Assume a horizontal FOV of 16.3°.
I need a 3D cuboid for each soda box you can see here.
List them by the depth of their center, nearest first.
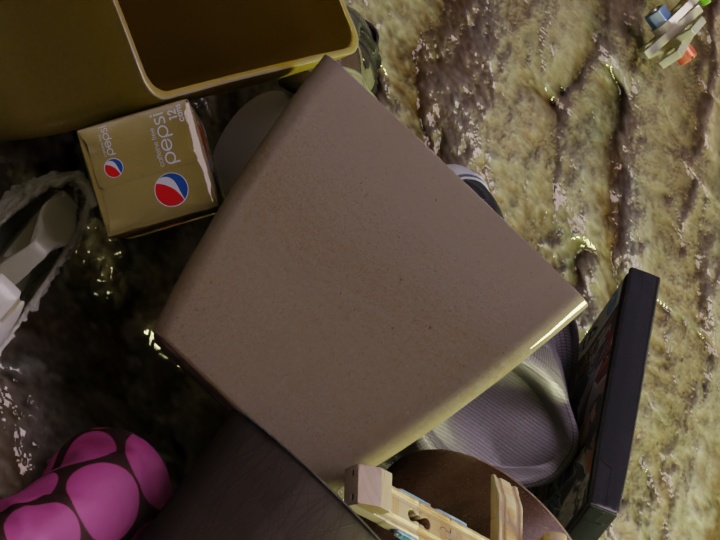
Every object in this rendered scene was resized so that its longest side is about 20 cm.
[{"bbox_3d":[-0.121,-0.057,1.490,0.200,0.067,0.064,178,-104,-89],"label":"soda box"}]

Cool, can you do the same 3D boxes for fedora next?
[{"bbox_3d":[0.080,0.086,1.655,0.200,0.177,0.090,41,1,-36],"label":"fedora"}]

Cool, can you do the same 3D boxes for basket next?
[{"bbox_3d":[-0.082,0.204,1.383,0.200,0.136,0.180,-47,135,-10],"label":"basket"}]

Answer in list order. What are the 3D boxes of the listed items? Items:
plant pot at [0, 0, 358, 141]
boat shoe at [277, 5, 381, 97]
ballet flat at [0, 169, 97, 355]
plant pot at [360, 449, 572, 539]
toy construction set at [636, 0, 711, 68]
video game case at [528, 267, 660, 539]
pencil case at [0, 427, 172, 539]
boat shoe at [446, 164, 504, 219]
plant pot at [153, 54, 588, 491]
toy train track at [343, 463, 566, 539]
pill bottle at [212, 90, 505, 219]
[{"bbox_3d":[-0.154,-0.178,1.516,0.200,0.176,0.201,-20,86,-51],"label":"plant pot"},{"bbox_3d":[-0.016,-0.143,1.670,0.201,0.071,0.066,-54,160,-87],"label":"boat shoe"},{"bbox_3d":[-0.211,0.004,1.449,0.072,0.072,0.200,51,42,-19],"label":"ballet flat"},{"bbox_3d":[0.016,0.239,1.527,0.200,0.187,0.188,-35,99,-38],"label":"plant pot"},{"bbox_3d":[0.243,-0.272,2.091,0.131,0.092,0.201,-72,138,-70],"label":"toy construction set"},{"bbox_3d":[0.147,0.125,1.721,0.025,0.181,0.201,21,51,-6],"label":"video game case"},{"bbox_3d":[-0.194,0.156,1.376,0.200,0.093,0.091,-27,130,-51],"label":"pencil case"},{"bbox_3d":[0.000,0.000,1.592,0.057,0.199,0.069,51,-9,53],"label":"boat shoe"},{"bbox_3d":[-0.014,0.020,1.461,0.200,0.200,0.177,44,83,-1],"label":"plant pot"},{"bbox_3d":[0.066,0.153,1.422,0.200,0.032,0.115,32,49,-41],"label":"toy train track"},{"bbox_3d":[-0.001,-0.038,1.675,0.200,0.111,0.112,33,49,-35],"label":"pill bottle"}]
